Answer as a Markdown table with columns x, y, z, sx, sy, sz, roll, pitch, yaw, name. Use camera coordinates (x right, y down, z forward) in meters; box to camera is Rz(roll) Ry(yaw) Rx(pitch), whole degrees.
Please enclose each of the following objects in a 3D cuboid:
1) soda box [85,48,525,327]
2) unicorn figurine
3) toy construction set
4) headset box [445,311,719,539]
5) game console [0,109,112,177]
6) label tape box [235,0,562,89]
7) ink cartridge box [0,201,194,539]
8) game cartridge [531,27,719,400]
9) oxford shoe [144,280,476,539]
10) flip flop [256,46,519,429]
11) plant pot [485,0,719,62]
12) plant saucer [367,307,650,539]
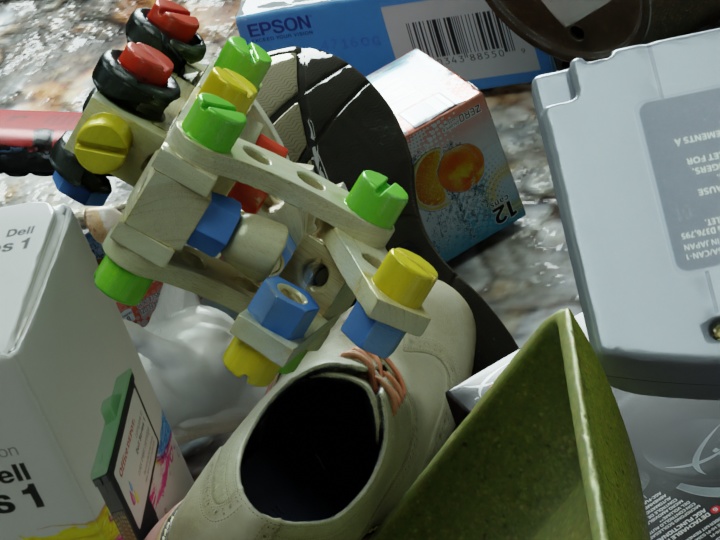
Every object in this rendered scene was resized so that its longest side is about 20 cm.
| x | y | z | sx | sy | sz | roll | pitch | yaw | name |
| --- | --- | --- | --- | --- | --- | --- | --- | --- | --- |
| -0.034 | -0.013 | 1.173 | 0.200 | 0.068 | 0.064 | -30 | 33 | -13 | soda box |
| -0.085 | 0.045 | 1.090 | 0.200 | 0.137 | 0.074 | -20 | 42 | 27 | unicorn figurine |
| -0.038 | -0.025 | 0.953 | 0.092 | 0.131 | 0.200 | -61 | 5 | 4 | toy construction set |
| 0.146 | 0.075 | 0.956 | 0.149 | 0.077 | 0.200 | -31 | 37 | -14 | headset box |
| -0.154 | -0.007 | 1.180 | 0.172 | 0.119 | 0.200 | 2 | 6 | -4 | game console |
| 0.031 | -0.161 | 1.347 | 0.143 | 0.066 | 0.200 | -8 | 38 | 17 | label tape box |
| -0.141 | 0.086 | 0.978 | 0.145 | 0.200 | 0.084 | -9 | 36 | 17 | ink cartridge box |
| 0.167 | -0.026 | 0.937 | 0.200 | 0.042 | 0.133 | -11 | 67 | 2 | game cartridge |
| -0.001 | 0.055 | 0.976 | 0.071 | 0.074 | 0.200 | 37 | 41 | 0 | oxford shoe |
| 0.000 | 0.000 | 1.099 | 0.081 | 0.058 | 0.200 | -26 | 72 | -23 | flip flop |
| 0.136 | -0.184 | 1.213 | 0.187 | 0.187 | 0.200 | 11 | 45 | 38 | plant pot |
| 0.037 | 0.144 | 0.872 | 0.200 | 0.048 | 0.200 | -54 | 22 | 29 | plant saucer |
